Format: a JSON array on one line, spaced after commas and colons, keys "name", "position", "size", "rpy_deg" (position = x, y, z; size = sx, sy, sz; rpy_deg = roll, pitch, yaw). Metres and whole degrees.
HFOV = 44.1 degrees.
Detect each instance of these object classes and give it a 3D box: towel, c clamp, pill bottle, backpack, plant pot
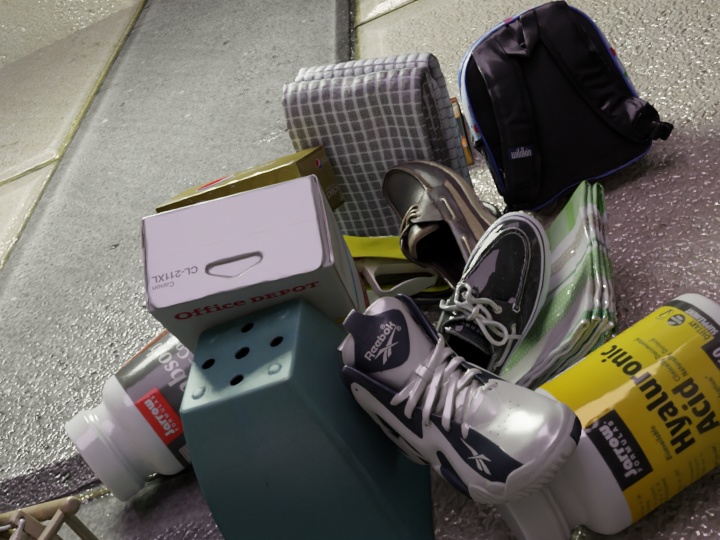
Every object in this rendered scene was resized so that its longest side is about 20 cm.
[{"name": "towel", "position": [0.020, -0.121, 0.946], "size": [0.164, 0.201, 0.086], "rpy_deg": [-3, 34, 25]}, {"name": "c clamp", "position": [0.078, -0.018, 0.969], "size": [0.169, 0.027, 0.201], "rpy_deg": [-18, 32, 8]}, {"name": "towel", "position": [0.160, 0.025, 0.766], "size": [0.149, 0.031, 0.201], "rpy_deg": [-52, 15, 37]}, {"name": "pill bottle", "position": [0.182, 0.113, 0.623], "size": [0.199, 0.112, 0.111], "rpy_deg": [-33, 32, -5]}, {"name": "backpack", "position": [0.197, -0.183, 0.951], "size": [0.199, 0.192, 0.154], "rpy_deg": [-27, 16, 2]}, {"name": "pill bottle", "position": [-0.179, 0.126, 0.874], "size": [0.200, 0.116, 0.116], "rpy_deg": [-38, 34, -15]}, {"name": "plant pot", "position": [-0.045, 0.132, 0.685], "size": [0.140, 0.201, 0.142], "rpy_deg": [-18, 33, 15]}]

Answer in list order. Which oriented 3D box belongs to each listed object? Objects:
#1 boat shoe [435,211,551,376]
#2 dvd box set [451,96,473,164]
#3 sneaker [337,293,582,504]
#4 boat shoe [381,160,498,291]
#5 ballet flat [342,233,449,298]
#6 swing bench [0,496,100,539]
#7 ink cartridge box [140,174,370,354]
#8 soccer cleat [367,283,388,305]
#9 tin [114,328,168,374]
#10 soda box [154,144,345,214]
[{"name": "boat shoe", "position": [0.094, 0.045, 0.717], "size": [0.073, 0.068, 0.201], "rpy_deg": [29, 93, 19]}, {"name": "dvd box set", "position": [0.045, -0.153, 1.171], "size": [0.198, 0.030, 0.147], "rpy_deg": [-19, 33, 13]}, {"name": "sneaker", "position": [0.046, 0.075, 0.586], "size": [0.080, 0.130, 0.199], "rpy_deg": [-49, 18, -11]}, {"name": "boat shoe", "position": [0.074, -0.042, 0.824], "size": [0.073, 0.075, 0.200], "rpy_deg": [-12, 38, -32]}, {"name": "ballet flat", "position": [0.000, 0.000, 0.872], "size": [0.198, 0.067, 0.067], "rpy_deg": [-3, 50, -10]}, {"name": "swing bench", "position": [-0.318, 0.296, 0.731], "size": [0.199, 0.130, 0.200], "rpy_deg": [-4, 40, 34]}, {"name": "ink cartridge box", "position": [-0.076, 0.018, 0.737], "size": [0.144, 0.200, 0.083], "rpy_deg": [-13, 64, 5]}, {"name": "soccer cleat", "position": [-0.025, 0.005, 0.953], "size": [0.068, 0.086, 0.200], "rpy_deg": [-34, 32, -9]}, {"name": "tin", "position": [-0.196, 0.100, 0.997], "size": [0.200, 0.042, 0.112], "rpy_deg": [-42, 31, -22]}, {"name": "soda box", "position": [-0.120, -0.070, 0.948], "size": [0.199, 0.068, 0.064], "rpy_deg": [-14, 17, 31]}]
